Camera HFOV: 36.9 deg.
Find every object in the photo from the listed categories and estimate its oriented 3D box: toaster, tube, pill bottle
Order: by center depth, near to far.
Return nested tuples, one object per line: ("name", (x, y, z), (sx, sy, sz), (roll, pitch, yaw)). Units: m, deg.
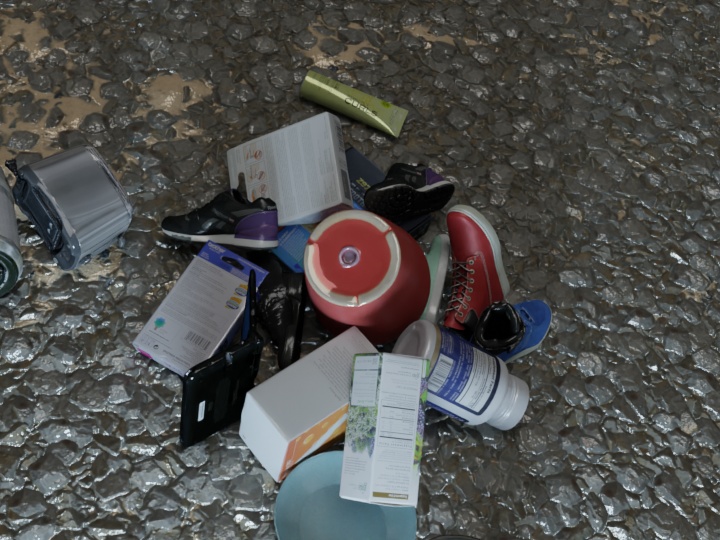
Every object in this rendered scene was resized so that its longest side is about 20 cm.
("pill bottle", (0.148, 0.161, 1.597), (0.199, 0.111, 0.112), (28, 49, -21))
("toaster", (-0.448, -0.108, 1.680), (0.129, 0.114, 0.200), (-31, 81, -35))
("tube", (-0.012, -0.308, 1.982), (0.199, 0.052, 0.058), (24, 92, 0))

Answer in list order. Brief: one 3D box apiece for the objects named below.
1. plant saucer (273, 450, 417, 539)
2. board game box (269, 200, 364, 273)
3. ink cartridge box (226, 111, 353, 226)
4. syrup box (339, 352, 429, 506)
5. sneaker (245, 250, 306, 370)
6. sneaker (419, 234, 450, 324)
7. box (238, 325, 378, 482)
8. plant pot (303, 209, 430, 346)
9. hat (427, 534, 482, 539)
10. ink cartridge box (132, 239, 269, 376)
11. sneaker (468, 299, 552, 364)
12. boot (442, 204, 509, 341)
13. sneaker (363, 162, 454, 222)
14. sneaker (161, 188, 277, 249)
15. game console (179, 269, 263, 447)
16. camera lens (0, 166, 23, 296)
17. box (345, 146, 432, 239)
("plant saucer", (-0.022, 0.348, 1.492), (0.200, 0.039, 0.202), (6, 53, -7))
("board game box", (-0.063, -0.057, 1.740), (0.200, 0.045, 0.152), (42, 87, 18))
("ink cartridge box", (-0.115, -0.147, 1.740), (0.199, 0.047, 0.161), (-18, 71, 25))
("syrup box", (0.033, 0.215, 1.466), (0.081, 0.079, 0.201), (10, 80, -30))
("sneaker", (-0.141, 0.063, 1.669), (0.104, 0.060, 0.201), (2, 61, 7))
("sneaker", (0.081, 0.006, 1.751), (0.117, 0.074, 0.201), (10, 45, 8))
("box", (-0.063, 0.190, 1.546), (0.199, 0.125, 0.098), (-30, 65, -29))
("plant pot", (0.000, 0.000, 1.599), (0.199, 0.177, 0.202), (-2, 77, 9))
("hat", (0.126, 0.455, 1.420), (0.199, 0.081, 0.202), (4, 61, -7))
("ink cartridge box", (-0.235, 0.061, 1.623), (0.119, 0.042, 0.201), (26, 70, 17))
("sneaker", (0.243, 0.085, 1.700), (0.199, 0.111, 0.077), (-30, 65, -30))
("boot", (0.162, 0.009, 1.699), (0.072, 0.201, 0.144), (6, 43, 40))
("sneaker", (0.061, -0.135, 1.782), (0.199, 0.076, 0.088), (-9, 46, -48))
("sneaker", (-0.219, -0.087, 1.702), (0.199, 0.088, 0.076), (6, 8, 19))
("game console", (-0.200, 0.125, 1.517), (0.175, 0.200, 0.116), (-27, 62, -28))
("camera lens", (-0.590, -0.060, 1.594), (0.159, 0.160, 0.201), (-8, 56, -18))
("box", (-0.003, -0.104, 1.826), (0.157, 0.051, 0.200), (-34, 68, -32))
